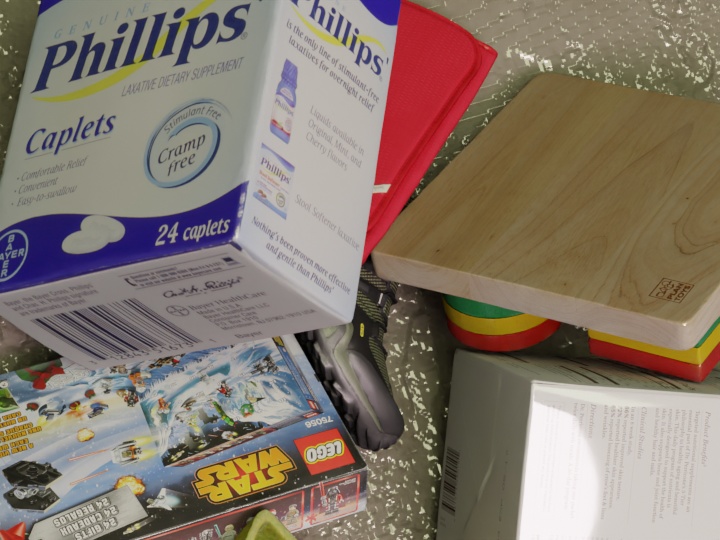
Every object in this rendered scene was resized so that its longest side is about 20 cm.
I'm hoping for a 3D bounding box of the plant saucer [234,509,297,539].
[{"bbox_3d":[-0.051,0.263,1.395,0.200,0.048,0.200,50,49,-34],"label":"plant saucer"}]

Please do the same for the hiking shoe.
[{"bbox_3d":[0.000,0.000,1.495,0.100,0.076,0.200,-19,84,-15],"label":"hiking shoe"}]

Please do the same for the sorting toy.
[{"bbox_3d":[0.142,-0.018,1.481,0.200,0.198,0.070,-46,138,-40],"label":"sorting toy"}]

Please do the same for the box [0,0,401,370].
[{"bbox_3d":[-0.090,-0.067,1.395,0.105,0.184,0.200,36,53,-44],"label":"box"}]

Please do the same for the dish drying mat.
[{"bbox_3d":[0.009,-0.083,1.495,0.077,0.018,0.200,28,49,6],"label":"dish drying mat"}]

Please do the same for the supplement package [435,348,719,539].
[{"bbox_3d":[0.159,0.132,1.460,0.199,0.151,0.152,5,94,-15],"label":"supplement package"}]

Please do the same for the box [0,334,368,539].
[{"bbox_3d":[-0.113,0.098,1.427,0.200,0.040,0.137,-15,48,-18],"label":"box"}]
